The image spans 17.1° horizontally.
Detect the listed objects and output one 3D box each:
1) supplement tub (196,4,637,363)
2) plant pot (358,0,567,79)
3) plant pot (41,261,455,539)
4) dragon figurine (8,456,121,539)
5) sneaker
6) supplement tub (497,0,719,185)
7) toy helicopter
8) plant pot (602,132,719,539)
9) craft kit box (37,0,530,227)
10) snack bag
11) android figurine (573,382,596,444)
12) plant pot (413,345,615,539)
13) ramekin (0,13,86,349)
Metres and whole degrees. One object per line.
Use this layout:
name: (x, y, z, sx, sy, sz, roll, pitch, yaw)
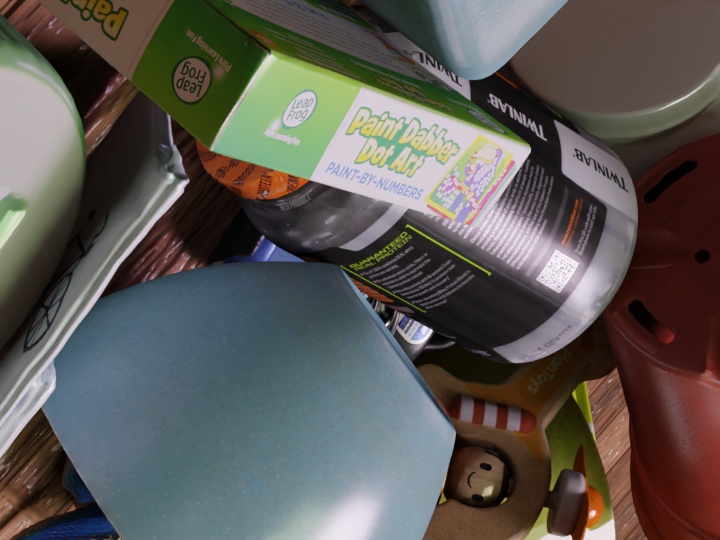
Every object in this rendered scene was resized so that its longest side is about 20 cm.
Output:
supplement tub: (0.026, -0.045, 1.122, 0.200, 0.123, 0.123, 29, 99, -39)
plant pot: (0.036, -0.192, 0.944, 0.196, 0.196, 0.200, -45, 156, -12)
plant pot: (-0.038, 0.073, 1.066, 0.135, 0.200, 0.200, -36, 152, 2)
dragon figurine: (-0.096, 0.121, 1.204, 0.200, 0.099, 0.059, -35, 148, -28)
sneaker: (0.000, 0.000, 1.217, 0.079, 0.089, 0.200, -57, 150, 9)
supplement tub: (0.145, -0.076, 1.290, 0.140, 0.140, 0.200, -43, 151, -16)
toy helicopter: (0.087, 0.083, 1.253, 0.200, 0.132, 0.079, -44, 159, -39)
plant pot: (0.212, 0.042, 1.213, 0.201, 0.201, 0.196, -44, 141, -13)
craft kit box: (-0.056, -0.099, 0.903, 0.049, 0.197, 0.200, -58, 151, 11)
snack bag: (-0.130, 0.014, 0.984, 0.200, 0.021, 0.189, -54, -166, 10)
android figurine: (0.122, 0.105, 1.437, 0.041, 0.201, 0.182, -7, 146, 5)
plant pot: (0.007, 0.144, 1.334, 0.199, 0.187, 0.188, -14, 137, -28)
ramekin: (-0.196, -0.028, 0.881, 0.200, 0.098, 0.201, -36, 148, -27)
